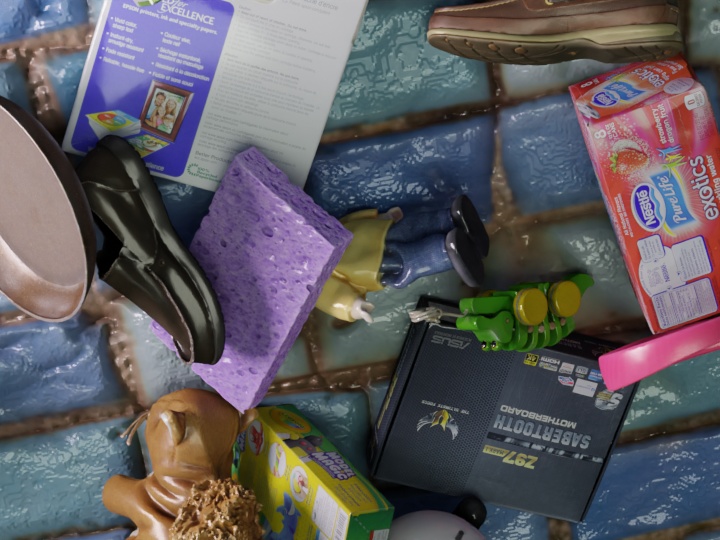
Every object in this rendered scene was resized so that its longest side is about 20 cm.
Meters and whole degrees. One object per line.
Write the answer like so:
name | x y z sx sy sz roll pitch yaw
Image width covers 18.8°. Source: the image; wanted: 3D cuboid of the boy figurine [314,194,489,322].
boy figurine | 0.000 0.000 1.756 0.199 0.125 0.065 -16 128 22

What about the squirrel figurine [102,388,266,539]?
squirrel figurine | -0.129 0.199 1.794 0.141 0.200 0.188 5 107 -36

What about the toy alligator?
toy alligator | 0.118 0.043 1.775 0.199 0.059 0.055 -12 96 -39

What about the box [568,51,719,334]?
box | 0.247 -0.064 1.758 0.099 0.096 0.201 -20 116 4

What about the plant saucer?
plant saucer | -0.265 -0.055 1.686 0.032 0.200 0.201 -31 122 -34

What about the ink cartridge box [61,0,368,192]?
ink cartridge box | -0.113 -0.161 1.707 0.197 0.043 0.201 15 115 -12

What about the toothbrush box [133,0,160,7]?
toothbrush box | -0.091 -0.274 1.570 0.200 0.146 0.086 -32 101 -6

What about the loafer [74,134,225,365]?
loafer | -0.174 -0.006 1.705 0.071 0.073 0.201 -32 105 -19

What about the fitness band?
fitness band | 0.276 0.057 1.771 0.143 0.200 0.038 -18 87 32

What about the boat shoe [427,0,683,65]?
boat shoe | 0.152 -0.200 1.709 0.199 0.072 0.068 -1 82 4

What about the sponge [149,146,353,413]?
sponge | -0.090 0.011 1.741 0.111 0.030 0.200 40 129 13

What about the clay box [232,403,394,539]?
clay box | -0.048 0.196 1.813 0.047 0.200 0.115 -5 119 -30

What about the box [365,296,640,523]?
box | 0.121 0.121 1.858 0.199 0.051 0.158 15 114 -12

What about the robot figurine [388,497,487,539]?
robot figurine | 0.054 0.279 1.851 0.124 0.151 0.200 -8 158 -10
